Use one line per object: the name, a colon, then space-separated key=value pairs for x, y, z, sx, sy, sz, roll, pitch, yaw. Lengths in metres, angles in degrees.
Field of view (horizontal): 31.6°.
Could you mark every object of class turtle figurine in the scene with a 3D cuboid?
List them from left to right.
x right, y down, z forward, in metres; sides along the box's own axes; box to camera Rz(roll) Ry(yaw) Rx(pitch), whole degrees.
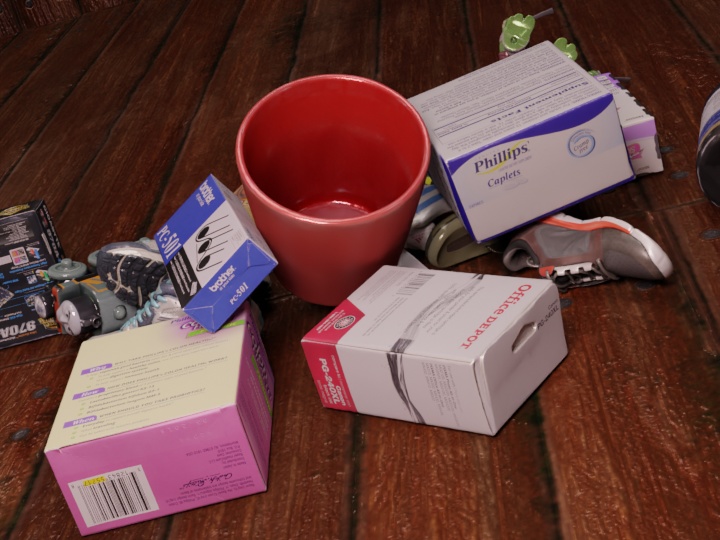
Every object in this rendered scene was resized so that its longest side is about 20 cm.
turtle figurine: x=0.253 y=-0.296 z=1.708 sx=0.199 sy=0.145 sz=0.194 roll=-23 pitch=-8 yaw=3

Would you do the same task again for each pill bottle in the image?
pill bottle: x=0.423 y=-0.148 z=1.377 sx=0.111 sy=0.112 sz=0.200 roll=-6 pitch=26 yaw=22

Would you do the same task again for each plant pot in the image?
plant pot: x=-0.027 y=-0.071 z=1.315 sx=0.199 sy=0.178 sz=0.201 roll=0 pitch=53 yaw=0

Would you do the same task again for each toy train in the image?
toy train: x=-0.273 y=0.022 z=1.476 sx=0.199 sy=0.086 sz=0.114 roll=-18 pitch=28 yaw=-36

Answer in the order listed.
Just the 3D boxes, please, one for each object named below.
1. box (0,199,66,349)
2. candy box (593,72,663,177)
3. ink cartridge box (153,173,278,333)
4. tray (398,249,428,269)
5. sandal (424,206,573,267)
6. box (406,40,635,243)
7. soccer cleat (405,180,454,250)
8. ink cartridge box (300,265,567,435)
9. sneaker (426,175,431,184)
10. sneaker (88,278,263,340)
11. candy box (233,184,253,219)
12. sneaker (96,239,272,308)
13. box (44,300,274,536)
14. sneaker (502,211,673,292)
box: x=-0.450 y=0.016 z=1.530 sx=0.199 sy=0.160 sz=0.046 roll=-15 pitch=21 yaw=5
candy box: x=0.259 y=-0.163 z=1.560 sx=0.167 sy=0.072 sz=0.200 roll=-15 pitch=24 yaw=1
ink cartridge box: x=-0.149 y=-0.022 z=1.274 sx=0.094 sy=0.044 sz=0.200 roll=-47 pitch=27 yaw=4
tray: x=0.000 y=0.000 z=1.443 sx=0.107 sy=0.022 sz=0.200 roll=-22 pitch=25 yaw=-13
sandal: x=0.166 y=-0.048 z=1.394 sx=0.200 sy=0.080 sz=0.057 roll=-29 pitch=46 yaw=-13
box: x=0.162 y=-0.140 z=1.350 sx=0.183 sy=0.105 sz=0.200 roll=-23 pitch=28 yaw=-1
soccer cleat: x=0.039 y=-0.063 z=1.441 sx=0.199 sy=0.070 sz=0.087 roll=1 pitch=48 yaw=-5
ink cartridge box: x=0.070 y=0.069 z=1.177 sx=0.199 sy=0.084 sz=0.145 roll=6 pitch=32 yaw=39
sneaker: x=0.088 y=-0.093 z=1.543 sx=0.199 sy=0.075 sz=0.085 roll=-7 pitch=63 yaw=-11
sneaker: x=-0.210 y=0.049 z=1.375 sx=0.199 sy=0.087 sz=0.078 roll=-16 pitch=25 yaw=5
candy box: x=-0.067 y=-0.091 z=1.636 sx=0.199 sy=0.056 sz=0.116 roll=-3 pitch=29 yaw=29
sneaker: x=-0.201 y=-0.006 z=1.432 sx=0.199 sy=0.078 sz=0.087 roll=10 pitch=43 yaw=-25
box: x=-0.179 y=0.133 z=1.189 sx=0.175 sy=0.097 sz=0.200 roll=-15 pitch=25 yaw=5
sneaker: x=0.224 y=-0.006 z=1.282 sx=0.200 sy=0.077 sz=0.082 roll=15 pitch=65 yaw=52
